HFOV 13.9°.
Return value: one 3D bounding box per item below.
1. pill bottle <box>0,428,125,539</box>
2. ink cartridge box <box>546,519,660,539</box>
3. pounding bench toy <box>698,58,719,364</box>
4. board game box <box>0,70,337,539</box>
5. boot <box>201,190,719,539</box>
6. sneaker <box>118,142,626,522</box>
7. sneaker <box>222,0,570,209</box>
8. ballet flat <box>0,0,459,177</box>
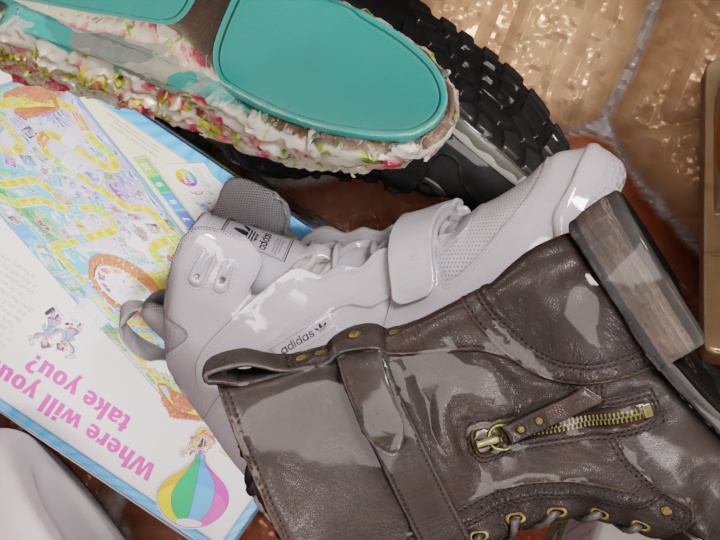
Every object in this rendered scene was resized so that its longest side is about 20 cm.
[{"bbox_3d":[-0.186,0.161,1.169,0.200,0.113,0.113,-37,97,7],"label":"pill bottle"},{"bbox_3d":[0.091,0.178,1.129,0.067,0.117,0.200,18,76,-4],"label":"ink cartridge box"},{"bbox_3d":[0.234,-0.037,1.099,0.199,0.156,0.125,3,69,-1],"label":"pounding bench toy"},{"bbox_3d":[-0.099,0.004,1.180,0.200,0.034,0.135,35,99,-5],"label":"board game box"},{"bbox_3d":[0.056,0.080,1.056,0.174,0.069,0.200,-29,104,7],"label":"boot"},{"bbox_3d":[0.000,0.000,1.108,0.115,0.075,0.200,44,114,-6],"label":"sneaker"},{"bbox_3d":[-0.006,-0.065,1.158,0.200,0.076,0.088,38,114,-2],"label":"sneaker"},{"bbox_3d":[-0.056,-0.078,1.100,0.200,0.064,0.076,22,60,12],"label":"ballet flat"}]
